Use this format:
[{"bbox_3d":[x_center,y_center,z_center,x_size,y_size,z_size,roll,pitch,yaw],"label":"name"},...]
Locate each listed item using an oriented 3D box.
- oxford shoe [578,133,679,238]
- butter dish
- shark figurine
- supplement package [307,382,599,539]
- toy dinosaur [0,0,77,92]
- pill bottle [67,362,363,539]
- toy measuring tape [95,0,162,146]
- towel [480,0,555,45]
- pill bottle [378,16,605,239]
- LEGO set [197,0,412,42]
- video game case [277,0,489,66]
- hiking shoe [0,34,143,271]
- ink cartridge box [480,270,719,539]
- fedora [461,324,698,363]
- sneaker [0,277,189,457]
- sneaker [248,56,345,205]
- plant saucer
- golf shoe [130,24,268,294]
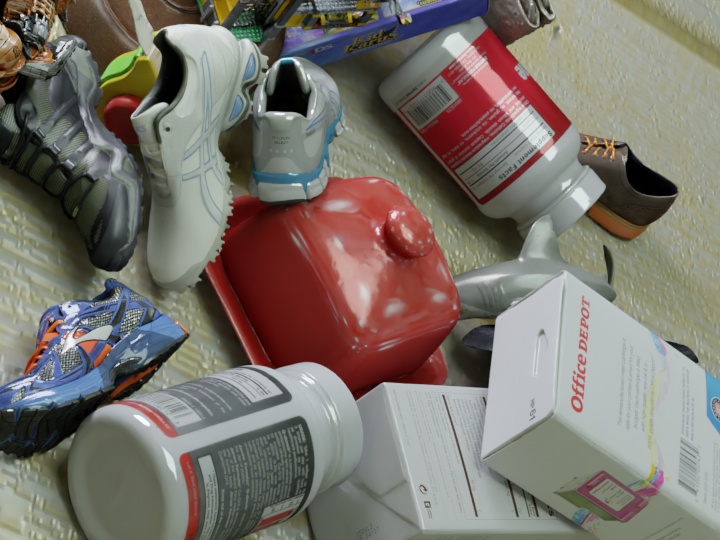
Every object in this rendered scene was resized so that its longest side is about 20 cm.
[{"bbox_3d":[0.204,-0.106,1.991,0.199,0.073,0.072,28,47,-24],"label":"oxford shoe"},{"bbox_3d":[0.000,0.000,1.679,0.199,0.148,0.200,-15,74,-47],"label":"butter dish"},{"bbox_3d":[0.165,-0.001,1.828,0.213,0.128,0.090,-1,87,-38],"label":"shark figurine"},{"bbox_3d":[0.070,0.165,1.647,0.199,0.121,0.120,6,59,-40],"label":"supplement package"},{"bbox_3d":[-0.278,-0.172,1.553,0.135,0.102,0.200,34,30,-3],"label":"toy dinosaur"},{"bbox_3d":[-0.097,0.131,1.526,0.199,0.116,0.116,-14,72,-46],"label":"pill bottle"},{"bbox_3d":[-0.181,-0.160,1.651,0.074,0.073,0.201,-66,145,-45],"label":"toy measuring tape"},{"bbox_3d":[0.105,-0.258,1.919,0.034,0.200,0.133,-22,91,-16],"label":"towel"},{"bbox_3d":[0.118,-0.120,1.894,0.200,0.112,0.112,48,42,-5],"label":"pill bottle"},{"bbox_3d":[-0.051,-0.262,1.721,0.199,0.116,0.155,1,69,-25],"label":"LEGO set"},{"bbox_3d":[-0.012,-0.274,1.849,0.199,0.046,0.182,-17,68,-3],"label":"video game case"},{"bbox_3d":[-0.228,-0.082,1.600,0.100,0.076,0.201,-6,59,-32],"label":"hiking shoe"},{"bbox_3d":[0.191,0.117,1.637,0.200,0.085,0.145,35,41,-25],"label":"ink cartridge box"},{"bbox_3d":[0.178,0.098,1.795,0.200,0.200,0.092,5,93,-40],"label":"fedora"},{"bbox_3d":[-0.206,0.066,1.517,0.078,0.075,0.200,47,33,7],"label":"sneaker"},{"bbox_3d":[-0.050,-0.133,1.689,0.074,0.087,0.200,-2,29,0],"label":"sneaker"},{"bbox_3d":[-0.147,-0.226,1.751,0.199,0.034,0.202,10,65,-21],"label":"plant saucer"},{"bbox_3d":[-0.141,-0.087,1.617,0.097,0.078,0.202,12,89,-45],"label":"golf shoe"}]
